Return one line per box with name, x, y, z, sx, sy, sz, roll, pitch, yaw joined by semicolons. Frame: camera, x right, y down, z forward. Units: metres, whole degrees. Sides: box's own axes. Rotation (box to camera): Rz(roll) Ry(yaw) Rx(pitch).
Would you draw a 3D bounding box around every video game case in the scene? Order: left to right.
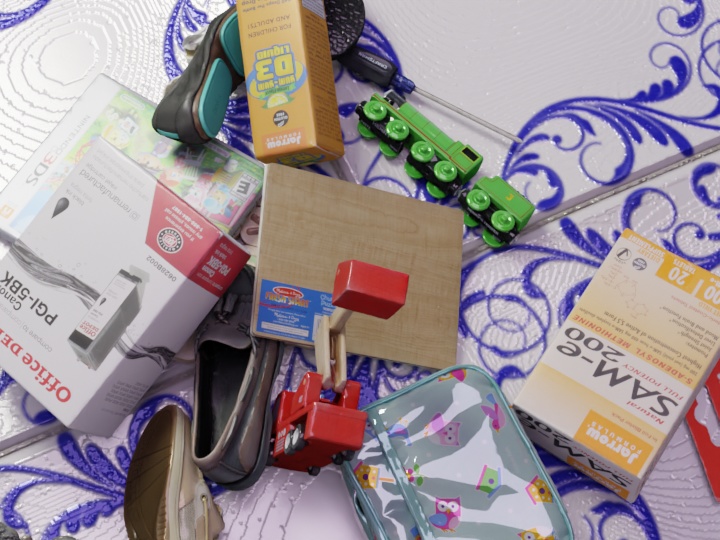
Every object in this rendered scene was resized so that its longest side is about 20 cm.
video game case;-0.208;-0.065;1.152;0.200;0.022;0.182;30;70;12

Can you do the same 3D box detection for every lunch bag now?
lunch bag;0.073;0.191;1.055;0.160;0.077;0.200;-22;72;-14

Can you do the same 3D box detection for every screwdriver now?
screwdriver;0.065;-0.166;1.225;0.200;0.028;0.029;31;39;11

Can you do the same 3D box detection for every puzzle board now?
puzzle board;0.000;0.000;1.115;0.199;0.017;0.151;12;74;-26

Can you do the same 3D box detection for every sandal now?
sandal;-0.053;-0.280;1.258;0.075;0.045;0.200;-18;61;-17

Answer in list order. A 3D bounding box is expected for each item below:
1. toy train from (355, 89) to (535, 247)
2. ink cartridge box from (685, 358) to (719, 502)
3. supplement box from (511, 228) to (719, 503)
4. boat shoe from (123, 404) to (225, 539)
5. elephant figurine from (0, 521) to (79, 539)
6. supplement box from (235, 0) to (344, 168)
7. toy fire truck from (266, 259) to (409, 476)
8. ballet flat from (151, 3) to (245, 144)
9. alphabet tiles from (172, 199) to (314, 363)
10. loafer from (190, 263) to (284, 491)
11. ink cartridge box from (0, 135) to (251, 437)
toy train;0.079;-0.100;1.197;0.200;0.042;0.056;42;60;12
ink cartridge box;0.387;0.104;1.138;0.199;0.050;0.163;-11;69;-13
supplement box;0.233;0.080;1.107;0.126;0.074;0.200;29;69;17
boat shoe;-0.147;0.207;1.039;0.065;0.072;0.201;22;48;-36
elephant figurine;-0.292;0.233;0.935;0.141;0.200;0.155;40;70;10
supplement box;-0.067;-0.198;1.169;0.066;0.069;0.201;-11;84;20
toy fire truck;-0.025;0.082;1.023;0.049;0.200;0.142;14;70;-15
ballet flat;-0.141;-0.191;1.186;0.068;0.068;0.200;-2;40;24
alphabet tiles;-0.117;-0.006;1.151;0.195;0.015;0.201;15;68;1
loafer;-0.107;0.079;1.061;0.072;0.063;0.201;-13;62;24
ink cartridge box;-0.213;0.015;1.057;0.147;0.083;0.200;37;88;17
